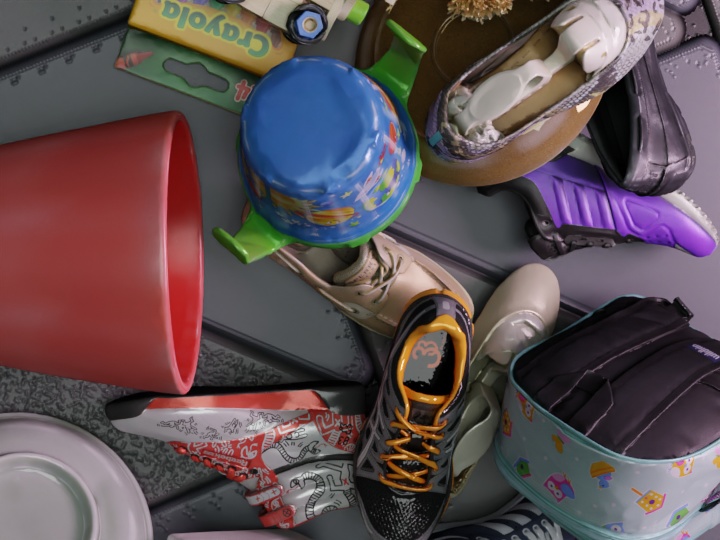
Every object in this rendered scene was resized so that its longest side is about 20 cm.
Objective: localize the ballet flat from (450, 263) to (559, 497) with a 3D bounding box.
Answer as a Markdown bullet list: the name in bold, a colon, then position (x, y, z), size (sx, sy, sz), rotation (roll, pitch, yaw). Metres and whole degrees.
- **ballet flat**: position (0.103, 0.088, 1.307), size (0.069, 0.069, 0.201), rotation (31, 91, -9)

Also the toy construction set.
- **toy construction set**: position (-0.048, -0.238, 1.202), size (0.199, 0.092, 0.132), rotation (28, 93, 1)

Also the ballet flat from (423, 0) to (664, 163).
- **ballet flat**: position (0.132, -0.143, 1.180), size (0.200, 0.072, 0.072), rotation (-35, 98, 0)

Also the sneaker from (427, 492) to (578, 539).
- **sneaker**: position (0.120, 0.218, 1.298), size (0.199, 0.108, 0.071), rotation (-17, 97, -6)

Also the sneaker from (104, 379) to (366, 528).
- **sneaker**: position (-0.092, 0.143, 1.285), size (0.200, 0.067, 0.109), rotation (-2, 92, -10)

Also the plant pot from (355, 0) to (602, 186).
- **plant pot**: position (0.086, -0.163, 1.254), size (0.199, 0.027, 0.202), rotation (-4, 76, 17)

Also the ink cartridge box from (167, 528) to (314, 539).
- **ink cartridge box**: position (-0.094, 0.303, 1.275), size (0.117, 0.067, 0.202), rotation (4, 95, -38)

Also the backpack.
- **backpack**: position (0.196, 0.121, 1.242), size (0.199, 0.175, 0.154), rotation (-15, 130, -46)

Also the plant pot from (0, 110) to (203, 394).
- **plant pot**: position (-0.210, -0.012, 1.205), size (0.176, 0.200, 0.202), rotation (-1, 95, 3)

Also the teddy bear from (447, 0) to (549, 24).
- **teddy bear**: position (0.090, -0.272, 1.232), size (0.144, 0.067, 0.202), rotation (-5, 70, 15)

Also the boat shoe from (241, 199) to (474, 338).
- **boat shoe**: position (0.000, 0.000, 1.286), size (0.199, 0.065, 0.072), rotation (31, 90, -9)

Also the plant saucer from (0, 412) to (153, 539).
- **plant saucer**: position (-0.246, 0.190, 1.227), size (0.199, 0.050, 0.201), rotation (7, 62, -14)

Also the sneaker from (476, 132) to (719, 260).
- **sneaker**: position (0.177, -0.046, 1.311), size (0.199, 0.070, 0.100), rotation (29, 97, -5)

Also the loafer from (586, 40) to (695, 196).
- **loafer**: position (0.186, -0.147, 1.263), size (0.070, 0.068, 0.202), rotation (-2, 62, -35)

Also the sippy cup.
- **sippy cup**: position (-0.028, -0.090, 1.180), size (0.139, 0.130, 0.179), rotation (4, 84, 6)

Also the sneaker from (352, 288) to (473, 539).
- **sneaker**: position (0.039, 0.113, 1.242), size (0.078, 0.077, 0.202), rotation (8, 92, -2)

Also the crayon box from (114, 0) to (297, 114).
- **crayon box**: position (-0.094, -0.225, 1.263), size (0.126, 0.051, 0.201), rotation (19, 92, -9)
